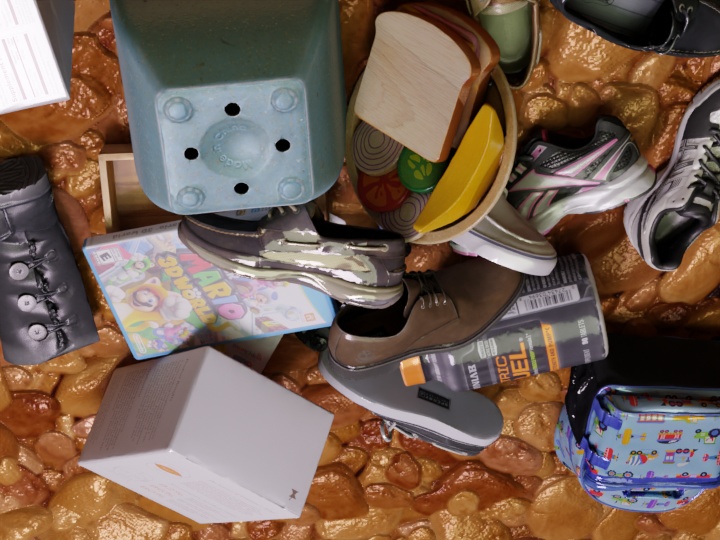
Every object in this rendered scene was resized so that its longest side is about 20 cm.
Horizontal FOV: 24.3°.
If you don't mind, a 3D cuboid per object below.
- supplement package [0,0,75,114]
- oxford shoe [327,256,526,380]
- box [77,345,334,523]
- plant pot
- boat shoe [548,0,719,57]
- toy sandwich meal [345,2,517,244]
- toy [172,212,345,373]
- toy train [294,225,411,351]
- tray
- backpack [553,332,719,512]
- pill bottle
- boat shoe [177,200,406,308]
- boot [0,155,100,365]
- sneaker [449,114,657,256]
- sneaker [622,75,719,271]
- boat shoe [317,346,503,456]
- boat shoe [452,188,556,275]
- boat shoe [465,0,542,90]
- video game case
[{"bbox_3d":[-0.303,-0.243,1.297,0.110,0.156,0.201,-12,127,1],"label":"supplement package"},{"bbox_3d":[0.064,0.031,1.516,0.199,0.073,0.085,-26,150,-14],"label":"oxford shoe"},{"bbox_3d":[-0.148,0.160,1.588,0.152,0.107,0.200,31,155,-26],"label":"box"},{"bbox_3d":[-0.105,-0.150,1.365,0.195,0.201,0.197,-5,128,-2],"label":"plant pot"},{"bbox_3d":[0.247,-0.219,1.437,0.198,0.066,0.075,21,121,-21],"label":"boat shoe"},{"bbox_3d":[0.049,-0.122,1.419,0.070,0.205,0.205,0,136,-51],"label":"toy sandwich meal"},{"bbox_3d":[-0.109,0.004,1.568,0.115,0.047,0.201,27,109,-9],"label":"toy"},{"bbox_3d":[0.000,0.000,1.594,0.046,0.034,0.200,34,118,-14],"label":"toy train"},{"bbox_3d":[-0.129,-0.065,1.498,0.199,0.037,0.099,-1,111,4],"label":"tray"},{"bbox_3d":[0.289,0.169,1.692,0.181,0.135,0.201,5,129,-9],"label":"backpack"},{"bbox_3d":[0.130,0.055,1.603,0.199,0.107,0.107,-13,127,4],"label":"pill bottle"},{"bbox_3d":[-0.054,-0.028,1.424,0.199,0.075,0.074,14,106,-5],"label":"boat shoe"},{"bbox_3d":[-0.340,0.001,1.539,0.164,0.066,0.201,-9,131,2],"label":"boot"},{"bbox_3d":[0.165,-0.084,1.537,0.199,0.080,0.087,-23,103,12],"label":"sneaker"},{"bbox_3d":[0.317,-0.084,1.534,0.075,0.088,0.201,17,121,-16],"label":"sneaker"},{"bbox_3d":[0.043,0.131,1.673,0.198,0.074,0.068,20,142,-13],"label":"boat shoe"},{"bbox_3d":[0.094,-0.068,1.490,0.199,0.071,0.070,33,110,18],"label":"boat shoe"},{"bbox_3d":[0.120,-0.242,1.400,0.075,0.074,0.201,-15,127,4],"label":"boat shoe"},{"bbox_3d":[-0.132,0.010,1.508,0.199,0.018,0.144,-10,130,11],"label":"video game case"}]
